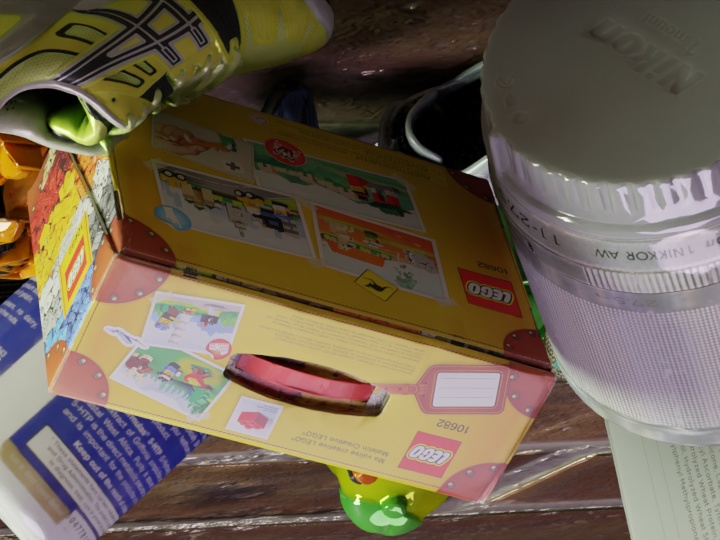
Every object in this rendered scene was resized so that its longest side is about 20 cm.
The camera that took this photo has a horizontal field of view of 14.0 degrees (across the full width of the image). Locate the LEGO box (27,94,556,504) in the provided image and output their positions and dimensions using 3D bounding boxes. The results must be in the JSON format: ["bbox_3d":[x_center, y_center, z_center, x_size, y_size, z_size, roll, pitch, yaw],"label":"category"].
[{"bbox_3d":[-0.032,0.004,1.252,0.200,0.149,0.077,16,121,-21],"label":"LEGO box"}]

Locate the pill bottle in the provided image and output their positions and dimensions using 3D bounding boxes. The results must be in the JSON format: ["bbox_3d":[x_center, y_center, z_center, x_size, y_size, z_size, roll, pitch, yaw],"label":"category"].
[{"bbox_3d":[-0.118,0.041,1.471,0.200,0.120,0.120,-42,170,-11],"label":"pill bottle"}]

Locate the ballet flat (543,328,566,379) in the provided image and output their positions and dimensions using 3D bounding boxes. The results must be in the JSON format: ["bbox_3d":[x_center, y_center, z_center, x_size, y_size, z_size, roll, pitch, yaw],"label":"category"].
[{"bbox_3d":[0.136,-0.011,1.479,0.075,0.068,0.200,-52,180,41],"label":"ballet flat"}]

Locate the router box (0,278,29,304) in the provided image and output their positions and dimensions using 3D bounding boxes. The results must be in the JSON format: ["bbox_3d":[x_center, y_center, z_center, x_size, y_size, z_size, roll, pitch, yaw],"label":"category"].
[{"bbox_3d":[-0.186,0.023,1.636,0.199,0.052,0.157,-3,165,-18],"label":"router box"}]

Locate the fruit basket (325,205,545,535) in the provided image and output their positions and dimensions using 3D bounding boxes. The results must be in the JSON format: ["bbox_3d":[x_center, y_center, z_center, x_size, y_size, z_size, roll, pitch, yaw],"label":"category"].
[{"bbox_3d":[0.028,0.045,1.545,0.215,0.216,0.155,-14,164,22],"label":"fruit basket"}]

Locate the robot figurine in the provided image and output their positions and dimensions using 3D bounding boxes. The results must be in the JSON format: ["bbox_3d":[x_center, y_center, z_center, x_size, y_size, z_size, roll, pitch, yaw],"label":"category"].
[{"bbox_3d":[-0.166,-0.041,1.390,0.145,0.058,0.200,2,162,-29],"label":"robot figurine"}]

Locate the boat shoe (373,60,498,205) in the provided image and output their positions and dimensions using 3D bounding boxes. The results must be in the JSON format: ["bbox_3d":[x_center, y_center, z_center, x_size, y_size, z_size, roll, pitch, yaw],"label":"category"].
[{"bbox_3d":[0.046,-0.066,1.413,0.071,0.070,0.201,18,147,-41],"label":"boat shoe"}]

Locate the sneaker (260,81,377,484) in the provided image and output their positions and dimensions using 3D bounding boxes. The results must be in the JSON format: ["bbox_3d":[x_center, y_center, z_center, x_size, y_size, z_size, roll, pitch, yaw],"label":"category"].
[{"bbox_3d":[0.000,0.000,1.411,0.078,0.200,0.075,-19,-163,2],"label":"sneaker"}]

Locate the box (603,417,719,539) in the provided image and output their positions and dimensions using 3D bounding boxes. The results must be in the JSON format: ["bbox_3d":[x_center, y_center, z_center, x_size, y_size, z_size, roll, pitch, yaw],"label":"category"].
[{"bbox_3d":[0.252,0.105,1.638,0.199,0.200,0.131,17,142,-41],"label":"box"}]

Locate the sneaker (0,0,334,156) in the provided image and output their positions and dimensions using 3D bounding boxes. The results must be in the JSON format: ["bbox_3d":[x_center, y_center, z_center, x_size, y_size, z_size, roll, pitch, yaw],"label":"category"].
[{"bbox_3d":[-0.099,-0.084,1.206,0.200,0.077,0.075,-8,160,-29],"label":"sneaker"}]

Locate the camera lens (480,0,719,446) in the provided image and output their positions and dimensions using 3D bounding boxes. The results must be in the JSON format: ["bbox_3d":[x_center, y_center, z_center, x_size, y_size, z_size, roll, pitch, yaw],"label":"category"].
[{"bbox_3d":[0.145,-0.032,1.287,0.160,0.160,0.200,-11,140,11],"label":"camera lens"}]
